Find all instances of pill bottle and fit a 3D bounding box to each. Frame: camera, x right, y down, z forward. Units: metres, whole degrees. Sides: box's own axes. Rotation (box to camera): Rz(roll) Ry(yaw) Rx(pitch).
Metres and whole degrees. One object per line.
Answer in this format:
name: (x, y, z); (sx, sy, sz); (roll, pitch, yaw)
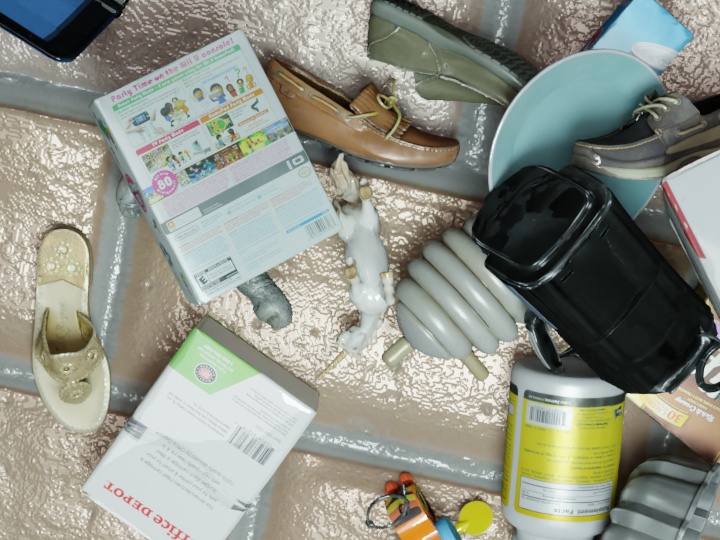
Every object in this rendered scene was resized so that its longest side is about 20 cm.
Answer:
pill bottle: (0.196, 0.190, 1.438); (0.112, 0.112, 0.200); (4, 100, 0)

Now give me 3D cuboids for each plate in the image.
plate: (0.199, -0.110, 1.355); (0.200, 0.026, 0.200); (-12, 119, -22)

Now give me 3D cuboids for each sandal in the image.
sandal: (-0.293, 0.066, 1.447); (0.078, 0.070, 0.212); (-2, 99, 1)

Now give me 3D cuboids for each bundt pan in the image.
bundt pan: (0.276, 0.265, 1.417); (0.076, 0.202, 0.202); (21, 99, 21)

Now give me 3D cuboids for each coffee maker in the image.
coffee maker: (0.219, 0.008, 1.291); (0.200, 0.192, 0.135); (41, 64, -38)

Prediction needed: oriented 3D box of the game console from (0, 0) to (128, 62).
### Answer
game console: (-0.302, -0.313, 1.364); (0.200, 0.118, 0.171); (32, 98, -5)

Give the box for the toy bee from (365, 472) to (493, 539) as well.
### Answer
toy bee: (0.067, 0.255, 1.467); (0.131, 0.109, 0.200); (-13, 123, -5)

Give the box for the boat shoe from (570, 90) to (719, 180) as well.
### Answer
boat shoe: (0.271, -0.128, 1.334); (0.200, 0.074, 0.073); (-11, 108, -33)

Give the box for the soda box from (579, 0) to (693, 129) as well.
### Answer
soda box: (0.222, -0.170, 1.406); (0.068, 0.064, 0.200); (40, 98, -5)

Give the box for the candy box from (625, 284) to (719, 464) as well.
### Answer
candy box: (0.362, 0.077, 1.447); (0.117, 0.056, 0.200); (38, 99, -5)

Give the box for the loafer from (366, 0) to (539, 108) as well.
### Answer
loafer: (0.089, -0.190, 1.391); (0.200, 0.075, 0.070); (32, 113, 20)

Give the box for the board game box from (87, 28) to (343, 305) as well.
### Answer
board game box: (-0.128, -0.091, 1.304); (0.148, 0.064, 0.200); (-28, 98, -13)

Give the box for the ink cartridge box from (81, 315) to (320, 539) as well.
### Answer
ink cartridge box: (-0.156, 0.169, 1.454); (0.145, 0.084, 0.200); (36, 97, -4)

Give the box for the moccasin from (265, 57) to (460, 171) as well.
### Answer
moccasin: (0.001, -0.150, 1.412); (0.201, 0.074, 0.078); (22, 107, 7)

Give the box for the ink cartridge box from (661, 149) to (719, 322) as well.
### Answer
ink cartridge box: (0.337, -0.022, 1.312); (0.083, 0.200, 0.147); (-26, 80, 9)

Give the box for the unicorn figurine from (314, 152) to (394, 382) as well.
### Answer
unicorn figurine: (0.000, 0.000, 1.407); (0.074, 0.137, 0.200); (6, 75, 3)

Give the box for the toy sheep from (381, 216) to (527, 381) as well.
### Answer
toy sheep: (0.102, 0.026, 1.407); (0.200, 0.138, 0.138); (-44, 96, -4)

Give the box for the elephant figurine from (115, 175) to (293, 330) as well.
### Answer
elephant figurine: (-0.117, -0.067, 1.396); (0.200, 0.142, 0.155); (26, 113, 3)
